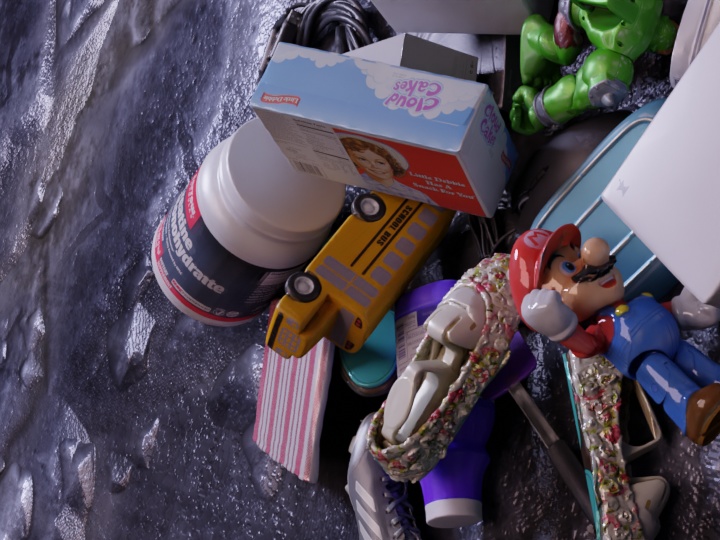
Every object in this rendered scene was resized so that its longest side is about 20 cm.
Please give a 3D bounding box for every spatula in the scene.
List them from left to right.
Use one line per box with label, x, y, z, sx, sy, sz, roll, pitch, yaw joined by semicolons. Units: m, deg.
spatula;0.143;0.123;1.163;0.056;0.021;0.201;-36;63;5

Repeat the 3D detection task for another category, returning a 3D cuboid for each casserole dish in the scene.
casserole dish;0.203;-0.041;1.129;0.200;0.039;0.122;-48;65;28

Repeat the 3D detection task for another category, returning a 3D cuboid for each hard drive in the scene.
hard drive;0.096;-0.216;1.351;0.134;0.042;0.202;-21;62;46

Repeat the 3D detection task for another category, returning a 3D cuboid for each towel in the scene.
towel;-0.057;0.106;1.375;0.200;0.030;0.148;-165;81;-72

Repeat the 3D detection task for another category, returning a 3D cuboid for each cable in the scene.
cable;-0.050;-0.184;1.527;0.162;0.051;0.202;17;88;47

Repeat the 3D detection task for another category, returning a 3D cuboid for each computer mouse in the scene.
computer mouse;0.155;-0.041;1.211;0.199;0.046;0.142;-33;52;40

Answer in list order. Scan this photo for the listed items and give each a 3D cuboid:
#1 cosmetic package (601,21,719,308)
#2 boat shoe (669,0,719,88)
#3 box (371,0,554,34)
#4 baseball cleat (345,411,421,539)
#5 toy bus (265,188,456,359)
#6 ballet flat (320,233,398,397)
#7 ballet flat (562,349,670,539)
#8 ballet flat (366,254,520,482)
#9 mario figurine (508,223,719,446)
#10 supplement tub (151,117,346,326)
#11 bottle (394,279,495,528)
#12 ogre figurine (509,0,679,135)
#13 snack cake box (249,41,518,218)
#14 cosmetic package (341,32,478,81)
cosmetic package;0.296;-0.071;0.922;0.200;0.199;0.123;-58;41;20
boat shoe;0.291;-0.225;1.102;0.069;0.071;0.202;16;86;25
box;0.097;-0.317;1.273;0.151;0.106;0.202;7;72;29
baseball cleat;0.036;0.223;1.262;0.106;0.069;0.203;-2;85;44
toy bus;0.000;0.000;1.275;0.200;0.078;0.065;-51;-8;-35
ballet flat;0.007;0.051;1.353;0.067;0.069;0.201;-13;46;1
ballet flat;0.193;0.141;1.088;0.063;0.076;0.202;-11;70;12
ballet flat;0.067;0.074;1.164;0.075;0.064;0.202;26;90;43
mario figurine;0.191;0.028;1.049;0.199;0.123;0.106;37;93;24
supplement tub;-0.110;-0.046;1.441;0.200;0.139;0.142;-46;44;51
bottle;0.073;0.112;1.244;0.083;0.065;0.202;-23;61;39
ogre figurine;0.190;-0.201;1.181;0.201;0.098;0.120;-52;31;-8
snack cake box;0.020;-0.118;1.236;0.198;0.115;0.068;15;69;26
cosmetic package;0.015;-0.165;1.336;0.199;0.082;0.051;-5;76;58
